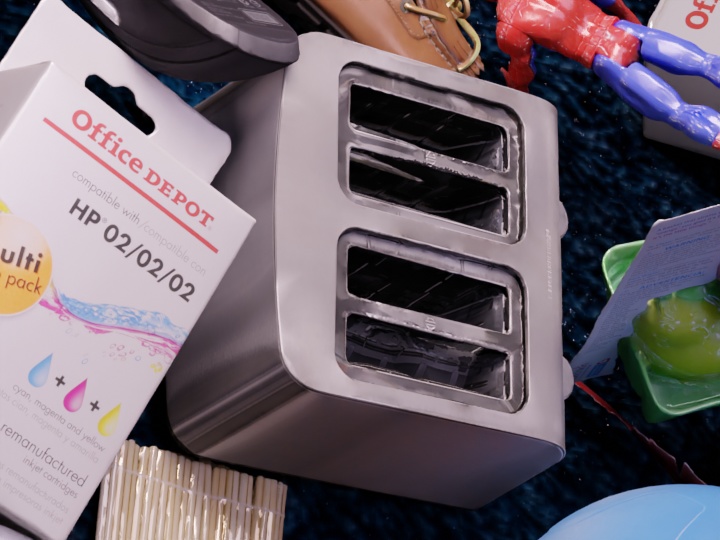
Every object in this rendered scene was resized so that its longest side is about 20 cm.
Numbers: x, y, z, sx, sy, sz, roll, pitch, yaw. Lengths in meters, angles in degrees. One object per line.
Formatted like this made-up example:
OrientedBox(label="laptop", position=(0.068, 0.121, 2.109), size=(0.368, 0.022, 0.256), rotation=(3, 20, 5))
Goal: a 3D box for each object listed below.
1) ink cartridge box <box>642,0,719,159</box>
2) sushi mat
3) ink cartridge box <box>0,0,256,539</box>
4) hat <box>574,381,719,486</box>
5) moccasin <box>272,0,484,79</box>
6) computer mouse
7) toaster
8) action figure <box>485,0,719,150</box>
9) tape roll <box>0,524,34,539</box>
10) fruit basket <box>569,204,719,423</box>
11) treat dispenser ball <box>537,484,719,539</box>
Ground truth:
OrientedBox(label="ink cartridge box", position=(0.267, -0.120, 1.283), size=(0.199, 0.083, 0.147), rotation=(19, 54, 17))
OrientedBox(label="sushi mat", position=(-0.079, 0.175, 1.039), size=(0.095, 0.012, 0.201), rotation=(16, 64, -27))
OrientedBox(label="ink cartridge box", position=(-0.126, -0.005, 0.968), size=(0.115, 0.068, 0.200), rotation=(38, 72, -25))
OrientedBox(label="hat", position=(0.197, 0.111, 1.247), size=(0.166, 0.176, 0.201), rotation=(-37, 132, -38))
OrientedBox(label="moccasin", position=(0.016, -0.129, 1.174), size=(0.201, 0.074, 0.078), rotation=(42, 84, -18))
OrientedBox(label="computer mouse", position=(-0.097, -0.134, 1.078), size=(0.200, 0.046, 0.140), rotation=(37, 18, 21))
OrientedBox(label="toaster", position=(0.000, 0.000, 1.096), size=(0.199, 0.119, 0.182), rotation=(14, 63, -28))
OrientedBox(label="action figure", position=(0.139, -0.099, 1.199), size=(0.200, 0.099, 0.065), rotation=(31, 84, 13))
OrientedBox(label="tape roll", position=(-0.175, 0.198, 0.923), size=(0.202, 0.071, 0.203), rotation=(10, 67, -25))
OrientedBox(label="fruit basket", position=(0.191, -0.007, 1.091), size=(0.185, 0.200, 0.094), rotation=(-14, 64, -13))
OrientedBox(label="treat dispenser ball", position=(0.146, 0.197, 1.062), size=(0.200, 0.201, 0.202), rotation=(13, 65, -29))
